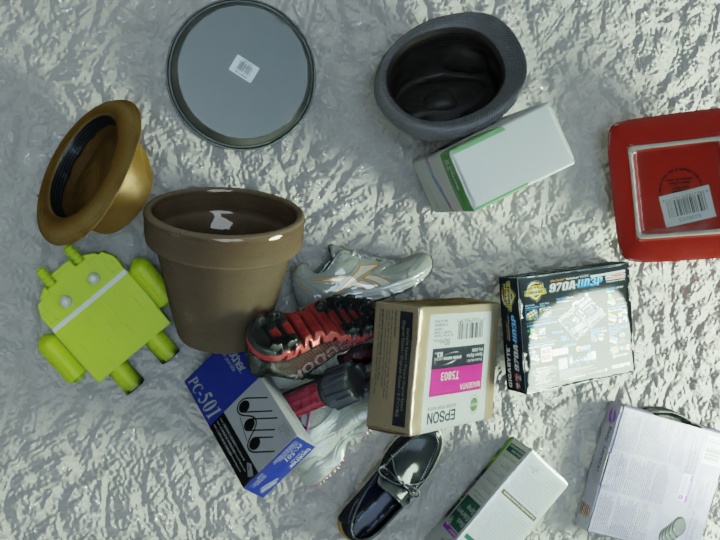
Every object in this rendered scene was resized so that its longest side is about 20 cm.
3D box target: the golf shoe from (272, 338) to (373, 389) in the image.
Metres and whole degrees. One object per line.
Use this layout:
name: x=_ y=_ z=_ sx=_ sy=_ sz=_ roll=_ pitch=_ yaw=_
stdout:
golf shoe: x=-0.046 y=0.113 z=1.351 sx=0.199 sy=0.088 sz=0.078 roll=-14 pitch=98 yaw=-9

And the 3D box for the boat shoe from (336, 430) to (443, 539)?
boat shoe: x=0.046 y=0.294 z=1.395 sx=0.075 sy=0.062 sz=0.200 roll=43 pitch=84 yaw=-9

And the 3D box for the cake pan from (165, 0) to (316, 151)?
cake pan: x=-0.154 y=-0.258 z=1.328 sx=0.199 sy=0.037 sz=0.201 roll=-1 pitch=94 yaw=-11

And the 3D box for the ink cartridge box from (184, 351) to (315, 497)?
ink cartridge box: x=-0.143 y=0.180 z=1.279 sx=0.094 sy=0.200 sz=0.044 roll=-44 pitch=137 yaw=5

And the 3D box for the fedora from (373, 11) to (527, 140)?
fedora: x=0.118 y=-0.240 z=1.342 sx=0.199 sy=0.090 sz=0.177 roll=-27 pitch=70 yaw=-5

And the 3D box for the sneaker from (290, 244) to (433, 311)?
sneaker: x=0.000 y=0.000 z=1.361 sx=0.199 sy=0.076 sz=0.092 roll=-19 pitch=93 yaw=-11

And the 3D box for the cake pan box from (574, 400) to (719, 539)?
cake pan box: x=0.426 y=0.300 z=1.477 sx=0.183 sy=0.052 sz=0.201 roll=15 pitch=91 yaw=-14

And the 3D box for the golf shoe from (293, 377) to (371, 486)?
golf shoe: x=-0.030 y=0.194 z=1.368 sx=0.091 sy=0.075 sz=0.200 roll=42 pitch=84 yaw=-8

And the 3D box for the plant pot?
plant pot: x=-0.175 y=0.005 z=1.280 sx=0.199 sy=0.200 sz=0.175 roll=2 pitch=112 yaw=-11

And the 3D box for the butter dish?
butter dish: x=0.463 y=-0.120 z=1.415 sx=0.199 sy=0.148 sz=0.201 roll=-4 pitch=96 yaw=31

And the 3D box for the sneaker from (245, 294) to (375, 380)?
sneaker: x=-0.062 y=0.088 z=1.287 sx=0.200 sy=0.098 sz=0.071 roll=-13 pitch=55 yaw=-33

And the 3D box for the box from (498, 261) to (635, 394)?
box: x=0.290 y=0.076 z=1.410 sx=0.199 sy=0.046 sz=0.160 roll=-8 pitch=96 yaw=-27

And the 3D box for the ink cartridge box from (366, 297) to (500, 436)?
ink cartridge box: x=0.100 y=0.121 z=1.333 sx=0.200 sy=0.075 sz=0.166 roll=-1 pitch=95 yaw=-52

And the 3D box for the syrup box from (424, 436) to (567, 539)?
syrup box: x=0.187 y=0.339 z=1.417 sx=0.081 sy=0.079 sz=0.200 roll=43 pitch=85 yaw=-11

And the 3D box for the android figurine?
android figurine: x=-0.332 y=0.058 z=1.314 sx=0.182 sy=0.041 sz=0.200 roll=-38 pitch=102 yaw=-6

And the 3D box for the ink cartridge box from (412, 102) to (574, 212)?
ink cartridge box: x=0.166 y=-0.141 z=1.319 sx=0.145 sy=0.200 sz=0.088 roll=-27 pitch=95 yaw=-8

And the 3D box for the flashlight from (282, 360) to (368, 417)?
flashlight: x=-0.085 y=0.178 z=1.308 sx=0.199 sy=0.068 sz=0.068 roll=-25 pitch=66 yaw=28

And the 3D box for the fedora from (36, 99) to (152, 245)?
fedora: x=-0.316 y=-0.112 z=1.258 sx=0.082 sy=0.200 sz=0.201 roll=33 pitch=87 yaw=-44
